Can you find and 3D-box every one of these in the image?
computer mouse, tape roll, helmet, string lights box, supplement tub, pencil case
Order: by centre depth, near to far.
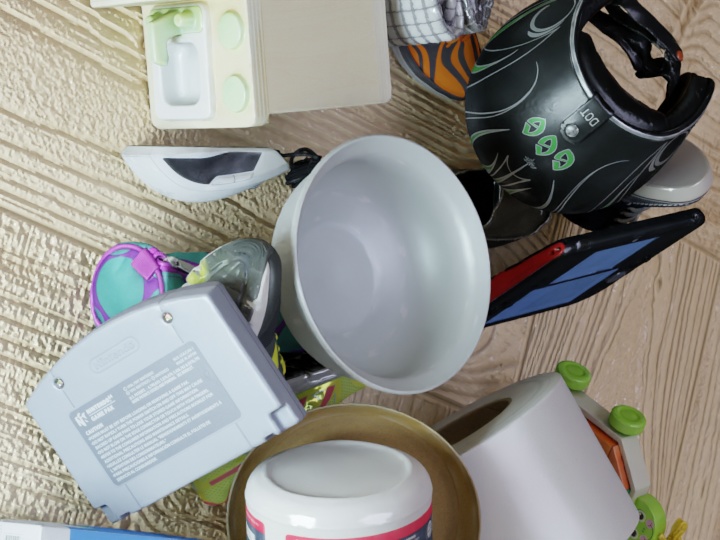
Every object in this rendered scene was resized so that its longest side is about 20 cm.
[{"bbox_3d":[-0.188,0.221,1.587,0.200,0.103,0.059,12,80,-42],"label":"string lights box"},{"bbox_3d":[-0.014,0.241,1.602,0.140,0.140,0.201,-18,114,-41],"label":"supplement tub"},{"bbox_3d":[-0.109,0.022,1.667,0.200,0.092,0.085,1,52,-44],"label":"pencil case"},{"bbox_3d":[-0.098,-0.076,1.682,0.199,0.110,0.044,-1,95,-33],"label":"computer mouse"},{"bbox_3d":[0.113,0.193,1.781,0.203,0.202,0.139,-34,96,-37],"label":"tape roll"},{"bbox_3d":[0.182,-0.143,1.814,0.199,0.191,0.201,14,62,-29],"label":"helmet"}]

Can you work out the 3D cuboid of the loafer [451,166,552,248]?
[{"bbox_3d":[0.106,-0.055,1.879,0.200,0.070,0.076,-4,93,-43],"label":"loafer"}]

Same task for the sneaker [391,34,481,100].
[{"bbox_3d":[0.075,-0.230,1.819,0.078,0.112,0.200,-50,122,-30],"label":"sneaker"}]

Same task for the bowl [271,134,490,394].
[{"bbox_3d":[0.000,0.000,1.649,0.201,0.090,0.202,8,78,-40],"label":"bowl"}]

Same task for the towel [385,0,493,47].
[{"bbox_3d":[0.019,-0.282,1.733,0.085,0.165,0.201,-19,105,-44],"label":"towel"}]

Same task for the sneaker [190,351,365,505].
[{"bbox_3d":[-0.067,0.124,1.722,0.200,0.078,0.091,-24,107,-28],"label":"sneaker"}]

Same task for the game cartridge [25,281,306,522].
[{"bbox_3d":[-0.147,0.092,1.552,0.134,0.200,0.040,55,32,-8],"label":"game cartridge"}]

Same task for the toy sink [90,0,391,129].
[{"bbox_3d":[-0.093,-0.168,1.653,0.200,0.130,0.112,-9,97,-43],"label":"toy sink"}]

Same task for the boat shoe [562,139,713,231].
[{"bbox_3d":[0.247,-0.074,1.931,0.075,0.200,0.093,-36,125,-22],"label":"boat shoe"}]

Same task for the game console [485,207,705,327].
[{"bbox_3d":[0.188,0.001,1.891,0.200,0.177,0.031,-13,78,-42],"label":"game console"}]

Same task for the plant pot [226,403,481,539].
[{"bbox_3d":[-0.005,0.193,1.674,0.027,0.199,0.201,-85,158,-73],"label":"plant pot"}]

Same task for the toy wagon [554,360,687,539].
[{"bbox_3d":[0.201,0.182,1.879,0.039,0.200,0.156,-13,132,-43],"label":"toy wagon"}]

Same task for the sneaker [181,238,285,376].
[{"bbox_3d":[-0.093,0.059,1.593,0.084,0.074,0.200,-13,133,-45],"label":"sneaker"}]
